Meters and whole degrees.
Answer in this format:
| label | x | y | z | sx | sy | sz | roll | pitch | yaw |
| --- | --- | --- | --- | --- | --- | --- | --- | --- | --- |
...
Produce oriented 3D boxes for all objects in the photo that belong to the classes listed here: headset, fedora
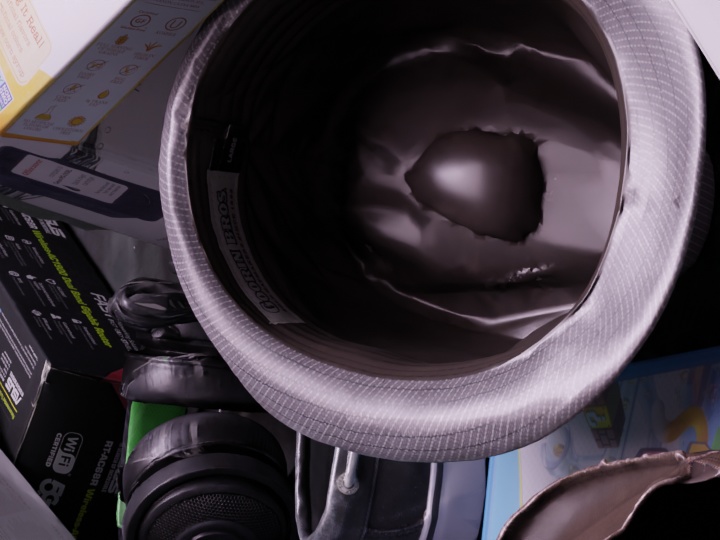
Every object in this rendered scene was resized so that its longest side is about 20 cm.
| label | x | y | z | sx | sy | sz | roll | pitch | yaw |
| --- | --- | --- | --- | --- | --- | --- | --- | --- | --- |
| headset | -0.070 | 0.056 | 1.109 | 0.200 | 0.094 | 0.124 | 126 | 146 | -58 |
| fedora | 0.037 | -0.028 | 0.908 | 0.200 | 0.090 | 0.177 | 2 | 85 | 34 |

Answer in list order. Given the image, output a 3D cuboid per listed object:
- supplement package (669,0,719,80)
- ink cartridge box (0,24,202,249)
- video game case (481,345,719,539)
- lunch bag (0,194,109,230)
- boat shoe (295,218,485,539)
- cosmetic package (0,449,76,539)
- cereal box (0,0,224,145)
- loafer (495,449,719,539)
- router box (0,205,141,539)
| label | x | y | z | sx | sy | sz | roll | pitch | yaw |
| --- | --- | --- | --- | --- | --- | --- | --- | --- | --- |
| supplement package | 0.170 | -0.122 | 0.697 | 0.200 | 0.121 | 0.120 | -61 | 31 | 28 |
| ink cartridge box | -0.089 | -0.097 | 1.081 | 0.084 | 0.200 | 0.145 | -19 | 57 | 57 |
| video game case | 0.091 | 0.095 | 0.866 | 0.200 | 0.018 | 0.143 | -16 | 65 | 60 |
| lunch bag | -0.115 | -0.105 | 1.185 | 0.118 | 0.164 | 0.200 | -35 | 50 | 51 |
| boat shoe | -0.001 | 0.001 | 1.009 | 0.074 | 0.068 | 0.199 | 149 | 123 | -65 |
| cosmetic package | -0.169 | 0.105 | 1.175 | 0.200 | 0.083 | 0.051 | 48 | 114 | 17 |
| cereal box | -0.066 | -0.152 | 0.918 | 0.200 | 0.040 | 0.144 | -41 | 57 | 37 |
| loafer | 0.085 | 0.075 | 0.788 | 0.200 | 0.071 | 0.073 | -17 | 64 | 59 |
| router box | -0.160 | 0.070 | 1.307 | 0.150 | 0.062 | 0.200 | -67 | 29 | 17 |
